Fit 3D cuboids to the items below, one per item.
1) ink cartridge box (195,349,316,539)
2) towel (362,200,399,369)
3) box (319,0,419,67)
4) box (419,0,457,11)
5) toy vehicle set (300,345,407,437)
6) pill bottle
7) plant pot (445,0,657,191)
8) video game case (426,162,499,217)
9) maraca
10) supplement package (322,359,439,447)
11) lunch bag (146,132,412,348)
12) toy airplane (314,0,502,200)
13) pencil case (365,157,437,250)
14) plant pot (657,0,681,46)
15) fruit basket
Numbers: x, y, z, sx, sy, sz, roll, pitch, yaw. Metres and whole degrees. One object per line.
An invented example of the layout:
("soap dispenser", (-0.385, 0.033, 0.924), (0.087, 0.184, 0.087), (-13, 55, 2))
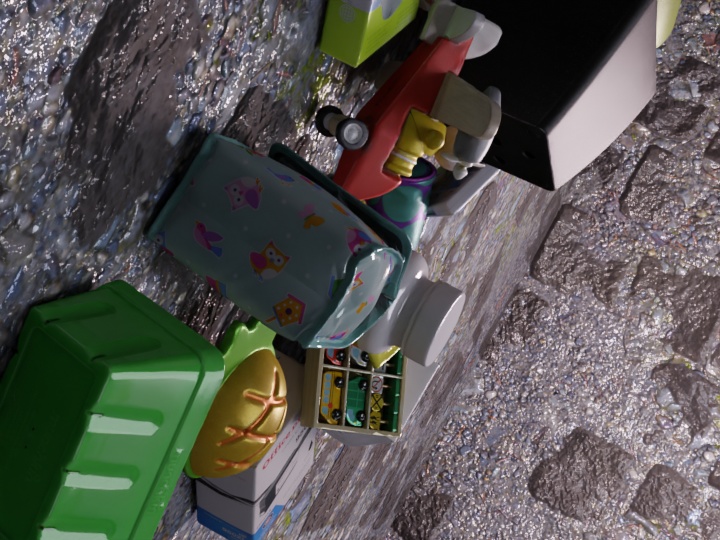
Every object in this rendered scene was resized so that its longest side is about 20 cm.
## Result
("ink cartridge box", (-0.118, 0.205, 1.358), (0.145, 0.084, 0.201), (-54, 162, -35))
("towel", (0.000, 0.000, 1.288), (0.086, 0.018, 0.201), (-34, 108, -54))
("box", (0.026, -0.291, 1.032), (0.122, 0.048, 0.201), (-47, 160, -44))
("box", (0.073, -0.316, 1.172), (0.042, 0.039, 0.200), (-62, 166, -10))
("toy vehicle set", (-0.001, 0.080, 1.324), (0.124, 0.026, 0.201), (11, 79, -37))
("pill bottle", (-0.002, 0.013, 1.178), (0.111, 0.199, 0.111), (-56, 164, -24))
("plant pot", (0.187, -0.208, 1.269), (0.178, 0.199, 0.200), (-57, 157, -15))
("video game case", (0.143, -0.137, 1.437), (0.200, 0.022, 0.182), (-44, -168, -11))
("maraca", (-0.122, 0.116, 1.132), (0.137, 0.107, 0.201), (-42, 155, -51))
("supplement package", (-0.003, 0.141, 1.459), (0.114, 0.109, 0.200), (-58, -172, -16))
("lunch bag", (-0.053, -0.022, 0.992), (0.122, 0.170, 0.200), (-56, 167, 8))
("toy airplane", (0.070, -0.160, 1.146), (0.199, 0.141, 0.201), (-24, -145, 37))
("pencil case", (0.024, -0.048, 1.397), (0.092, 0.085, 0.201), (0, 128, -23))
("plant pot", (0.294, -0.372, 1.323), (0.187, 0.187, 0.200), (-54, 169, -29))
("fruit basket", (-0.180, 0.117, 0.890), (0.215, 0.155, 0.216), (-35, 141, -34))
